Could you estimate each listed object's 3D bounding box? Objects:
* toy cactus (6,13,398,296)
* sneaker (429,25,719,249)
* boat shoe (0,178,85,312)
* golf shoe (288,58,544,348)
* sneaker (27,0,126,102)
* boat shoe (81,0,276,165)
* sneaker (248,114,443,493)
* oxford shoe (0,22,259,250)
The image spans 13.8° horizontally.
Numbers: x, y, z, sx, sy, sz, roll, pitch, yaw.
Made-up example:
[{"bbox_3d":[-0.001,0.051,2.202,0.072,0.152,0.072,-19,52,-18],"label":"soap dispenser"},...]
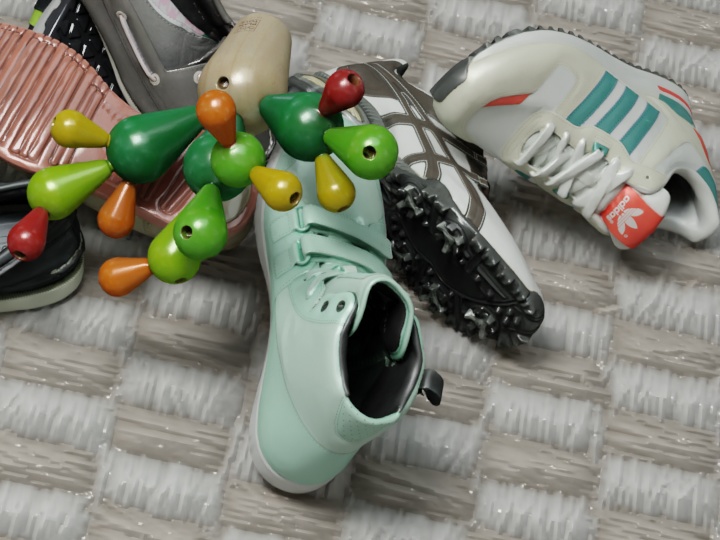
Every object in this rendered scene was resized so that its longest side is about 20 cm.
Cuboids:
[{"bbox_3d":[-0.074,-0.071,1.465,0.199,0.102,0.165,-17,35,28],"label":"toy cactus"},{"bbox_3d":[0.123,-0.064,1.576,0.199,0.070,0.094,13,45,-47],"label":"sneaker"},{"bbox_3d":[-0.232,-0.008,1.489,0.198,0.066,0.075,-6,53,-17],"label":"boat shoe"},{"bbox_3d":[0.045,-0.047,1.578,0.094,0.078,0.200,-27,61,-31],"label":"golf shoe"},{"bbox_3d":[-0.143,-0.158,1.650,0.083,0.072,0.201,-4,48,46],"label":"sneaker"},{"bbox_3d":[-0.104,-0.134,1.574,0.067,0.057,0.200,-39,98,-32],"label":"boat shoe"},{"bbox_3d":[0.000,0.000,1.465,0.073,0.118,0.202,14,66,-24],"label":"sneaker"},{"bbox_3d":[-0.146,-0.062,1.554,0.199,0.074,0.071,31,72,8],"label":"oxford shoe"}]
